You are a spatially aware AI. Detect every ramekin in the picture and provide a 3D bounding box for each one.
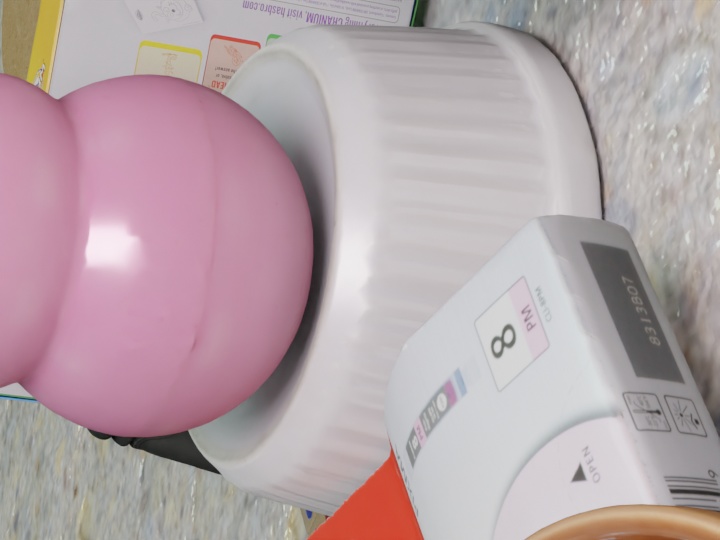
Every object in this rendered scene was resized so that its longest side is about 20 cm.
[{"bbox_3d":[0.000,0.000,0.880,0.202,0.094,0.203,-29,58,59],"label":"ramekin"}]

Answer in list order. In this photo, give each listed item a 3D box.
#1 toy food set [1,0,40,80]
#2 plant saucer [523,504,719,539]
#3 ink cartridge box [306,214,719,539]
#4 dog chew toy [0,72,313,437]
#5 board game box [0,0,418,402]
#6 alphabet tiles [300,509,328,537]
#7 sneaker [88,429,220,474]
[{"bbox_3d":[-0.185,-0.186,1.495,0.200,0.048,0.199,-144,64,-66],"label":"toy food set"},{"bbox_3d":[0.090,0.159,0.610,0.200,0.037,0.201,5,97,48],"label":"plant saucer"},{"bbox_3d":[0.038,0.105,0.739,0.200,0.057,0.163,-44,52,34],"label":"ink cartridge box"},{"bbox_3d":[-0.119,-0.011,0.790,0.124,0.199,0.125,-31,56,59],"label":"dog chew toy"},{"bbox_3d":[-0.069,-0.038,0.988,0.040,0.152,0.201,-146,66,-68],"label":"board game box"},{"bbox_3d":[-0.002,0.032,1.008,0.200,0.006,0.167,-108,34,-48],"label":"alphabet tiles"},{"bbox_3d":[-0.084,-0.004,1.088,0.071,0.099,0.201,135,140,-60],"label":"sneaker"}]
